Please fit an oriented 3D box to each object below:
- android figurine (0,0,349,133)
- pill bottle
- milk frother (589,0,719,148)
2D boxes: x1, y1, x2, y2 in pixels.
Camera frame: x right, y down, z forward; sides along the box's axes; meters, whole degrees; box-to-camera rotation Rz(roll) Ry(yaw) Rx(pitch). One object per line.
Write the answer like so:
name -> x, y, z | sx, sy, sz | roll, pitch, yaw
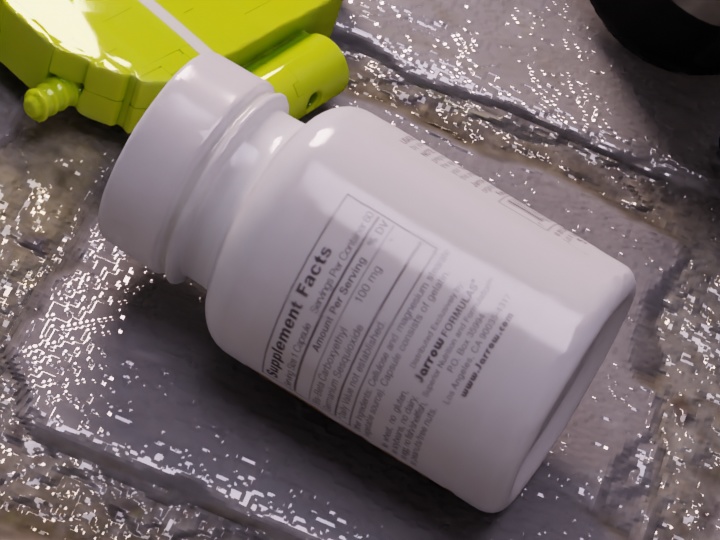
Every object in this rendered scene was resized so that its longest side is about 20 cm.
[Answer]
android figurine -> -0.093, -0.125, 1.326 | 0.182, 0.041, 0.200 | 39, 47, 17
pill bottle -> 0.000, 0.000, 1.190 | 0.199, 0.115, 0.114 | 31, 46, 10
milk frother -> 0.227, -0.155, 1.343 | 0.199, 0.188, 0.181 | -27, 88, -13
